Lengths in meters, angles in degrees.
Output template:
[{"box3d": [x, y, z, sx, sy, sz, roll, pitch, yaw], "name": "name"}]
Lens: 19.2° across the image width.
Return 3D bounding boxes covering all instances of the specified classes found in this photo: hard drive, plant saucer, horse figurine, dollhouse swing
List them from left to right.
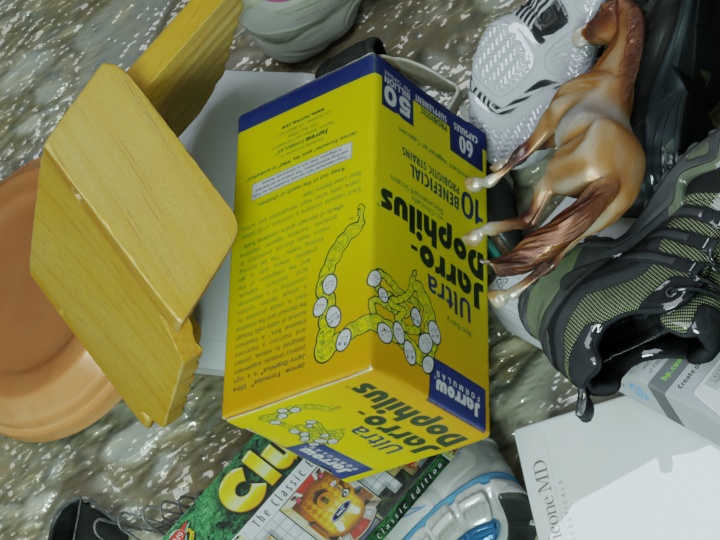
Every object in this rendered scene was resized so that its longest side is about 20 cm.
[{"box3d": [-0.211, 0.012, 1.415, 0.199, 0.037, 0.202, -12, 69, 32], "name": "plant saucer"}, {"box3d": [-0.098, -0.043, 1.277, 0.175, 0.200, 0.182, -35, 78, -22], "name": "dollhouse swing"}, {"box3d": [-0.098, -0.033, 1.401, 0.131, 0.026, 0.202, 4, 78, 26], "name": "hard drive"}, {"box3d": [0.112, -0.060, 1.159, 0.132, 0.050, 0.201, -38, 23, 26], "name": "horse figurine"}]

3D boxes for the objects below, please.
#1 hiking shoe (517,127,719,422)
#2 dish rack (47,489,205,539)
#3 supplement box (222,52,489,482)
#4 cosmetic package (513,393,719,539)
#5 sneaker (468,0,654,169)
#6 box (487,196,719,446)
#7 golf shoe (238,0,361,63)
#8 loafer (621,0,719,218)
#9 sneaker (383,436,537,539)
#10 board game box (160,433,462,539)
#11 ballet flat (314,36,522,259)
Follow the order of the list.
[{"box3d": [0.184, 0.001, 1.128, 0.199, 0.076, 0.101, -38, 47, 13], "name": "hiking shoe"}, {"box3d": [-0.118, 0.203, 1.287, 0.199, 0.054, 0.155, -19, 55, 40], "name": "dish rack"}, {"box3d": [0.000, 0.000, 1.208, 0.109, 0.109, 0.202, -21, 55, 35], "name": "supplement box"}, {"box3d": [0.197, 0.114, 1.197, 0.198, 0.071, 0.102, -20, 68, 19], "name": "cosmetic package"}, {"box3d": [0.138, -0.153, 1.287, 0.075, 0.115, 0.202, 26, 103, 28], "name": "sneaker"}, {"box3d": [0.188, 0.003, 1.198, 0.156, 0.041, 0.199, -48, 44, -13], "name": "box"}, {"box3d": [-0.003, -0.220, 1.376, 0.200, 0.091, 0.075, -43, 61, 6], "name": "golf shoe"}, {"box3d": [0.174, -0.115, 1.235, 0.072, 0.073, 0.201, -8, 46, 32], "name": "loafer"}, {"box3d": [0.019, 0.171, 1.274, 0.199, 0.075, 0.087, -37, 36, 15], "name": "sneaker"}, {"box3d": [-0.027, 0.129, 1.242, 0.104, 0.024, 0.200, 32, 74, 33], "name": "board game box"}, {"box3d": [0.048, -0.083, 1.328, 0.068, 0.068, 0.200, -43, 62, -6], "name": "ballet flat"}]
